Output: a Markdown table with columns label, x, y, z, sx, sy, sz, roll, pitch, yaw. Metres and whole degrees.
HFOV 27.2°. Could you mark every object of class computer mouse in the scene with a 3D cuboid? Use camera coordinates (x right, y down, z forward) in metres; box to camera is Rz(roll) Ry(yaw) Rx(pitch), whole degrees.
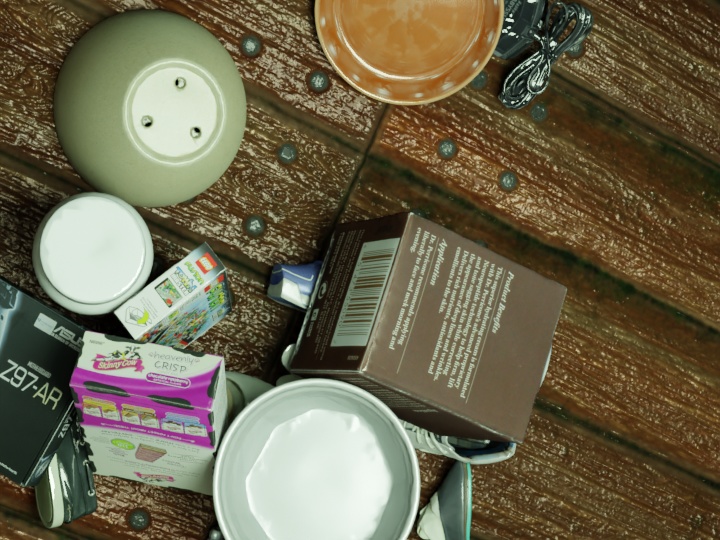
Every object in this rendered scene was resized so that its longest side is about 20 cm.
| label | x | y | z | sx | sy | sz | roll | pitch | yaw |
| --- | --- | --- | --- | --- | --- | --- | --- | --- | --- |
| computer mouse | 0.138 | -0.281 | 1.605 | 0.199 | 0.053 | 0.139 | 35 | 111 | -15 |

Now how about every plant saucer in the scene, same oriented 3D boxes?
| label | x | y | z | sx | sy | sz | roll | pitch | yaw |
| --- | --- | --- | --- | --- | --- | --- | --- | --- | --- |
| plant saucer | 0.051 | -0.274 | 1.561 | 0.197 | 0.032 | 0.203 | 0 | 114 | -1 |

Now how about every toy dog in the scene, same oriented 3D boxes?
| label | x | y | z | sx | sy | sz | roll | pitch | yaw |
| --- | --- | --- | --- | --- | --- | --- | --- | --- | --- |
| toy dog | -0.095 | 0.121 | 1.567 | 0.197 | 0.132 | 0.098 | 0 | 66 | -25 |

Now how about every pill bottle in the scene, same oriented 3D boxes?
| label | x | y | z | sx | sy | sz | roll | pitch | yaw |
| --- | --- | --- | --- | --- | --- | --- | --- | --- | --- |
| pill bottle | -0.256 | -0.015 | 1.430 | 0.112 | 0.200 | 0.116 | 0 | 88 | -10 |

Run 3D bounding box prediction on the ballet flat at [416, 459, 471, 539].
| label | x | y | z | sx | sy | sz | roll | pitch | yaw |
| --- | --- | --- | --- | --- | --- | --- | --- | --- | --- |
| ballet flat | 0.098 | 0.307 | 1.666 | 0.072 | 0.073 | 0.203 | -12 | 109 | -16 |

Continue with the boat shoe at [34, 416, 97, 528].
| label | x | y | z | sx | sy | sz | roll | pitch | yaw |
| --- | --- | --- | --- | --- | --- | --- | --- | --- | --- |
| boat shoe | -0.296 | 0.157 | 1.517 | 0.065 | 0.074 | 0.202 | -4 | 87 | -32 |

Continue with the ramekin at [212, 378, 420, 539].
| label | x | y | z | sx | sy | sz | roll | pitch | yaw |
| --- | --- | --- | --- | --- | --- | --- | --- | --- | --- |
| ramekin | -0.042 | 0.208 | 1.443 | 0.197 | 0.105 | 0.203 | 0 | 83 | 0 |

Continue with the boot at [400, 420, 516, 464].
| label | x | y | z | sx | sy | sz | roll | pitch | yaw |
| --- | --- | --- | --- | --- | --- | --- | --- | --- | --- |
| boot | 0.074 | 0.163 | 1.625 | 0.197 | 0.095 | 0.075 | 10 | 94 | -19 |

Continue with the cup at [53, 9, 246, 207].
| label | x | y | z | sx | sy | sz | roll | pitch | yaw |
| --- | --- | --- | --- | --- | --- | --- | --- | --- | --- |
| cup | -0.196 | -0.157 | 1.470 | 0.197 | 0.143 | 0.203 | -3 | 99 | -18 |

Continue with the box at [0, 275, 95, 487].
| label | x | y | z | sx | sy | sz | roll | pitch | yaw |
| --- | --- | --- | --- | --- | --- | --- | --- | --- | --- |
| box | -0.364 | 0.092 | 1.456 | 0.199 | 0.044 | 0.161 | 30 | 88 | 7 |

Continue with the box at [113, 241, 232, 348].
| label | x | y | z | sx | sy | sz | roll | pitch | yaw |
| --- | --- | --- | --- | --- | --- | --- | --- | --- | --- |
| box | -0.181 | 0.040 | 1.473 | 0.110 | 0.200 | 0.035 | -38 | 82 | -10 |

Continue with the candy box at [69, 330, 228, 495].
| label | x | y | z | sx | sy | sz | roll | pitch | yaw |
| --- | --- | --- | --- | --- | --- | --- | --- | --- | --- |
| candy box | -0.197 | 0.141 | 1.430 | 0.134 | 0.201 | 0.062 | 10 | 58 | 2 |

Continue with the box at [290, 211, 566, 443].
| label | x | y | z | sx | sy | sz | roll | pitch | yaw |
| --- | --- | --- | --- | --- | --- | --- | --- | --- | --- |
| box | 0.066 | 0.060 | 1.486 | 0.198 | 0.164 | 0.168 | 25 | 75 | -24 |

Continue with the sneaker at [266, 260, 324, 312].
| label | x | y | z | sx | sy | sz | roll | pitch | yaw |
| --- | --- | --- | --- | --- | --- | --- | --- | --- | --- |
| sneaker | 0.001 | 0.000 | 1.596 | 0.197 | 0.080 | 0.117 | 13 | 87 | -23 |

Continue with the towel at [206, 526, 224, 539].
| label | x | y | z | sx | sy | sz | roll | pitch | yaw |
| --- | --- | --- | --- | --- | --- | --- | --- | --- | --- |
| towel | -0.091 | 0.378 | 1.605 | 0.198 | 0.085 | 0.167 | 22 | 89 | -19 |
